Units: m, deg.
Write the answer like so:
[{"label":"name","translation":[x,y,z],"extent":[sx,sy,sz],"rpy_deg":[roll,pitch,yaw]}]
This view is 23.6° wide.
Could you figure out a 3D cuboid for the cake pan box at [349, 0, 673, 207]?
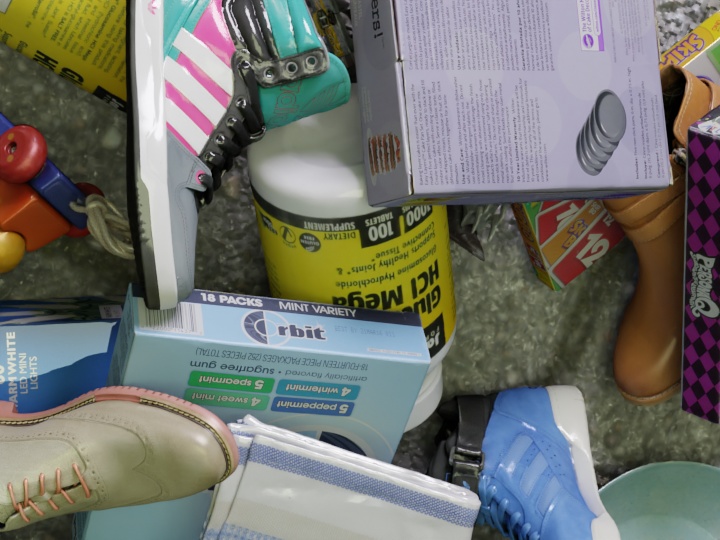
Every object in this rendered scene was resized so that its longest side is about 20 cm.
[{"label":"cake pan box","translation":[0.081,-0.138,0.953],"extent":[0.183,0.052,0.202],"rpy_deg":[-5,88,-34]}]

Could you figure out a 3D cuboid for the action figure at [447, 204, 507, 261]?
[{"label":"action figure","translation":[0.100,-0.113,1.090],"extent":[0.130,0.069,0.201],"rpy_deg":[32,97,-30]}]

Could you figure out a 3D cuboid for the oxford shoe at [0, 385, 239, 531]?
[{"label":"oxford shoe","translation":[-0.160,0.112,0.923],"extent":[0.198,0.074,0.071],"rpy_deg":[-7,118,23]}]

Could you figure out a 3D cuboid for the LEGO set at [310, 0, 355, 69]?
[{"label":"LEGO set","translation":[-0.015,-0.197,1.021],"extent":[0.115,0.153,0.202],"rpy_deg":[-26,108,-25]}]

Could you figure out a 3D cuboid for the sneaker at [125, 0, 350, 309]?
[{"label":"sneaker","translation":[-0.065,-0.080,0.925],"extent":[0.119,0.084,0.203],"rpy_deg":[0,85,-10]}]

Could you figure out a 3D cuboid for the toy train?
[{"label":"toy train","translation":[-0.203,-0.018,0.986],"extent":[0.116,0.200,0.085],"rpy_deg":[-47,146,-3]}]

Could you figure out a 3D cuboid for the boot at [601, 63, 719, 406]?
[{"label":"boot","translation":[0.188,-0.020,1.074],"extent":[0.155,0.077,0.201],"rpy_deg":[26,100,-49]}]

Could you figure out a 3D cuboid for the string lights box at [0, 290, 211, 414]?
[{"label":"string lights box","translation":[-0.182,0.052,1.037],"extent":[0.198,0.103,0.060],"rpy_deg":[-2,98,-11]}]

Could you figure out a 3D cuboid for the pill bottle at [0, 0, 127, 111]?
[{"label":"pill bottle","translation":[-0.142,-0.160,1.012],"extent":[0.199,0.112,0.113],"rpy_deg":[30,89,-12]}]

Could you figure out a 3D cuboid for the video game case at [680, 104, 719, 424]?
[{"label":"video game case","translation":[0.263,-0.031,1.073],"extent":[0.181,0.036,0.202],"rpy_deg":[-32,130,-37]}]

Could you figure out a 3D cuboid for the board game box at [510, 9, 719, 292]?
[{"label":"board game box","translation":[0.183,-0.080,1.105],"extent":[0.200,0.030,0.096],"rpy_deg":[-40,137,-13]}]

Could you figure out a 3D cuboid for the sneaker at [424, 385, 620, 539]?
[{"label":"sneaker","translation":[0.096,0.154,1.070],"extent":[0.110,0.201,0.077],"rpy_deg":[-2,136,-5]}]

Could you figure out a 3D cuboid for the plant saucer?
[{"label":"plant saucer","translation":[0.205,0.228,1.153],"extent":[0.199,0.039,0.204],"rpy_deg":[1,87,-16]}]

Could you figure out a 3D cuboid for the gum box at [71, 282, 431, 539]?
[{"label":"gum box","translation":[-0.068,0.103,1.000],"extent":[0.168,0.045,0.201],"rpy_deg":[7,130,-17]}]

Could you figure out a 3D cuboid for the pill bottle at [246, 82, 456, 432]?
[{"label":"pill bottle","translation":[0.000,0.000,1.031],"extent":[0.111,0.113,0.201],"rpy_deg":[-16,129,-9]}]

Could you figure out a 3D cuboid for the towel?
[{"label":"towel","translation":[-0.028,0.191,0.953],"extent":[0.145,0.024,0.202],"rpy_deg":[16,104,-2]}]
